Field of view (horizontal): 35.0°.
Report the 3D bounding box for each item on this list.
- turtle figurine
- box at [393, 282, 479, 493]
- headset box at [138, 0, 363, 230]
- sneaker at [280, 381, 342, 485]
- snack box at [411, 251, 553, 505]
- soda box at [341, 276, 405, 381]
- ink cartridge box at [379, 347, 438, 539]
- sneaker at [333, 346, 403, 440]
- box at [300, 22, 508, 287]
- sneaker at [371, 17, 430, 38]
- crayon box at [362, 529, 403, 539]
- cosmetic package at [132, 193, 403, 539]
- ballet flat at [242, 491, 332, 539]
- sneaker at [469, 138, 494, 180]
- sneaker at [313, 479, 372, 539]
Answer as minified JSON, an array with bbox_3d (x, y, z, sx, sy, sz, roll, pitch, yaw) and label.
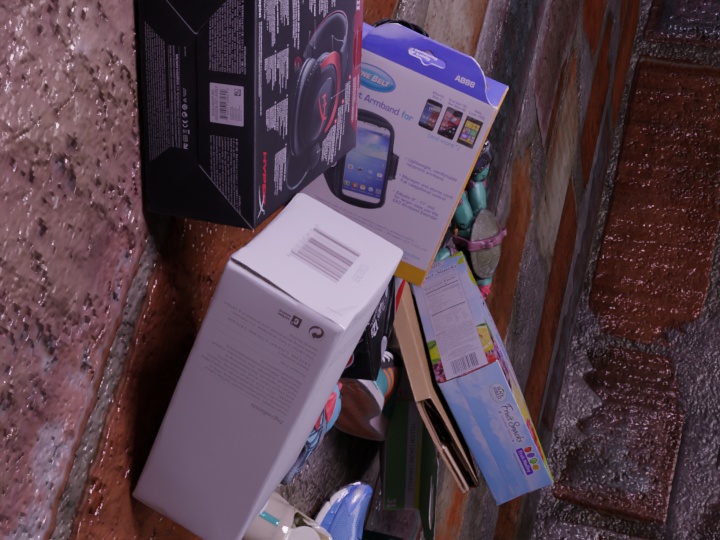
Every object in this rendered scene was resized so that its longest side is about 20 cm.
[{"bbox_3d":[0.117,-0.043,1.316,0.150,0.100,0.200,-49,139,-59],"label":"turtle figurine"},{"bbox_3d":[0.064,0.096,1.126,0.200,0.021,0.164,-103,169,-45],"label":"box"},{"bbox_3d":[-0.058,-0.131,0.725,0.200,0.075,0.149,-48,145,-60],"label":"headset box"},{"bbox_3d":[-0.058,0.088,0.846,0.200,0.079,0.096,81,28,-46],"label":"sneaker"},{"bbox_3d":[0.119,0.104,1.151,0.200,0.068,0.169,-103,168,-58],"label":"snack box"},{"bbox_3d":[0.000,0.000,0.961,0.200,0.071,0.063,-70,160,-47],"label":"soda box"},{"bbox_3d":[0.046,0.192,1.178,0.200,0.048,0.146,-92,-178,-61],"label":"ink cartridge box"},{"bbox_3d":[-0.002,0.097,1.056,0.200,0.071,0.080,77,26,-69],"label":"sneaker"},{"bbox_3d":[0.027,-0.091,0.851,0.041,0.119,0.200,-60,173,-52],"label":"box"},{"bbox_3d":[0.048,-0.181,1.042,0.200,0.071,0.099,-35,137,-61],"label":"sneaker"},{"bbox_3d":[0.002,0.407,1.262,0.126,0.051,0.200,-48,143,-60],"label":"crayon box"},{"bbox_3d":[-0.059,0.066,0.714,0.200,0.081,0.113,-62,174,30],"label":"cosmetic package"},{"bbox_3d":[-0.057,0.228,0.948,0.200,0.069,0.070,63,41,-64],"label":"ballet flat"},{"bbox_3d":[0.091,-0.114,1.191,0.076,0.087,0.200,60,43,-65],"label":"sneaker"},{"bbox_3d":[-0.010,0.302,1.098,0.079,0.089,0.200,23,78,-74],"label":"sneaker"}]
